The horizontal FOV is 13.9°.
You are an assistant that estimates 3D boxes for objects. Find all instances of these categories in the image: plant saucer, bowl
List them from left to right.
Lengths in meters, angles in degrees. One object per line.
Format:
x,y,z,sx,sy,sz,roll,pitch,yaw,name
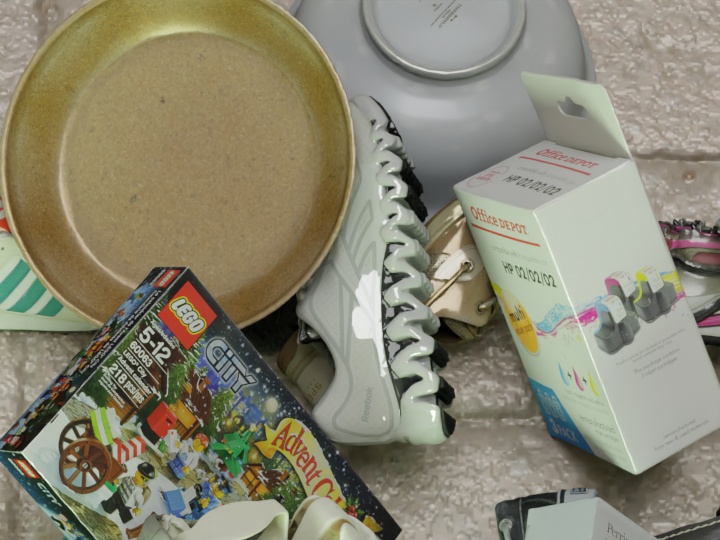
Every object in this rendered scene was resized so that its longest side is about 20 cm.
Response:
-0.097,-0.059,1.615,0.199,0.035,0.201,-1,84,10,plant saucer
0.046,-0.132,1.736,0.200,0.090,0.202,2,62,-3,bowl

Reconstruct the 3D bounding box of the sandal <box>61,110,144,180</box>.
-0.094,-0.098,1.724,0.070,0.077,0.212,51,48,-19,sandal

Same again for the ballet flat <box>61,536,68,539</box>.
-0.131,0.141,1.595,0.070,0.067,0.200,11,55,47,ballet flat

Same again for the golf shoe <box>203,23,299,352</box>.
-0.048,-0.054,1.682,0.077,0.088,0.201,0,96,23,golf shoe

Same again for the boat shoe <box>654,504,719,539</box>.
0.223,0.147,1.613,0.200,0.072,0.066,-7,52,-17,boat shoe

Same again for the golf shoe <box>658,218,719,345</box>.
0.253,0.022,1.689,0.199,0.073,0.093,4,94,-7,golf shoe

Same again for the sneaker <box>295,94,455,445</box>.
0.000,0.000,1.611,0.081,0.075,0.201,-10,71,10,sneaker

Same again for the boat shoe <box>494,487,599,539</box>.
0.102,0.214,1.564,0.068,0.074,0.201,-7,75,9,boat shoe

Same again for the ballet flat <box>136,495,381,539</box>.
-0.036,0.146,1.508,0.199,0.064,0.067,-1,30,-44,ballet flat

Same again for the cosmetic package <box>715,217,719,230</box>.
0.288,0.033,1.606,0.071,0.105,0.200,-39,98,1,cosmetic package

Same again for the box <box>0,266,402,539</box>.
-0.083,0.116,1.560,0.137,0.038,0.200,-49,115,-23,box

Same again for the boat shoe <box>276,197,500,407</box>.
0.047,0.014,1.675,0.200,0.071,0.065,-38,75,-10,boat shoe

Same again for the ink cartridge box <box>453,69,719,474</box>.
0.118,-0.001,1.602,0.068,0.115,0.201,-26,106,-16,ink cartridge box

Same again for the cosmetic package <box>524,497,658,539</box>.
0.151,0.226,1.506,0.052,0.200,0.151,-16,52,38,cosmetic package

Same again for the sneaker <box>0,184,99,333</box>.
-0.185,-0.014,1.657,0.199,0.094,0.071,-5,63,-6,sneaker
